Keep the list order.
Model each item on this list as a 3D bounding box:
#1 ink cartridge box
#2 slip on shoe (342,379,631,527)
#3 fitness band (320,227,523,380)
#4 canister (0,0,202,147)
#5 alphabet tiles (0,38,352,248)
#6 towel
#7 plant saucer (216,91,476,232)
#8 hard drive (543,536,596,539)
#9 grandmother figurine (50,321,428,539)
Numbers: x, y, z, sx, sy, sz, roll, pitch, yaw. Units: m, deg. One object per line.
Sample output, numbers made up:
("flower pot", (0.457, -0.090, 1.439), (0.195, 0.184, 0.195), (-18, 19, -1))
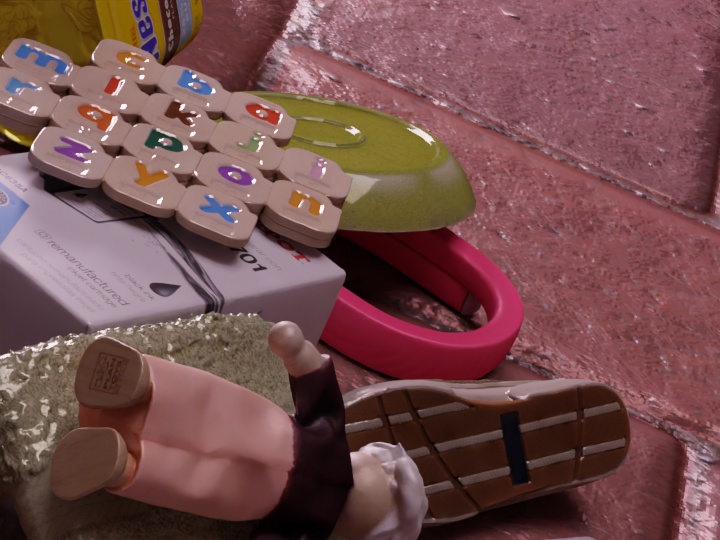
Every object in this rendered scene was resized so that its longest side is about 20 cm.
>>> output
("ink cartridge box", (-0.129, 0.008, 1.333), (0.146, 0.086, 0.200), (37, 29, 27))
("slip on shoe", (0.049, 0.090, 1.362), (0.199, 0.076, 0.060), (-8, -1, -36))
("fitness band", (0.000, 0.000, 1.521), (0.200, 0.038, 0.143), (33, 29, 20))
("canister", (-0.166, -0.173, 1.581), (0.086, 0.149, 0.200), (-8, 17, 16))
("alphabet tiles", (-0.102, -0.068, 1.389), (0.199, 0.015, 0.196), (21, 24, -3))
("towel", (-0.085, 0.090, 1.194), (0.200, 0.036, 0.149), (-8, 71, -51))
("plant saucer", (-0.026, -0.070, 1.556), (0.199, 0.031, 0.200), (10, 19, -3))
("hard drive", (0.119, 0.201, 1.241), (0.132, 0.025, 0.200), (1, 34, -39))
("grandmother figurine", (-0.043, 0.084, 1.170), (0.200, 0.122, 0.060), (24, -4, -43))
